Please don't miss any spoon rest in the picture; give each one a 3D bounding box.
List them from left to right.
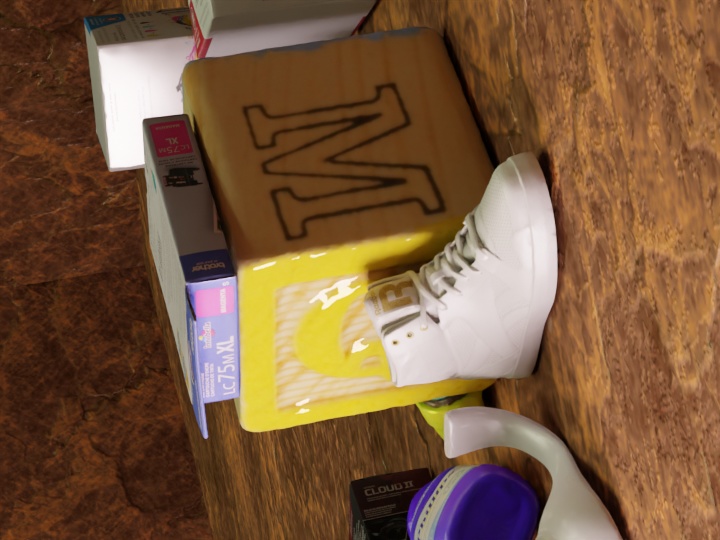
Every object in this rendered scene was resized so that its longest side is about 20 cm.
[{"bbox_3d":[0.125,0.154,1.311,0.200,0.061,0.099,50,152,44],"label":"spoon rest"}]

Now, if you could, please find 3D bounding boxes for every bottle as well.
[{"bbox_3d":[0.075,0.184,1.506,0.084,0.065,0.200,-62,5,-9],"label":"bottle"}]

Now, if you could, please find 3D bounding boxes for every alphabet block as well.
[{"bbox_3d":[-0.013,-0.030,1.469,0.195,0.196,0.200,90,165,-49],"label":"alphabet block"}]

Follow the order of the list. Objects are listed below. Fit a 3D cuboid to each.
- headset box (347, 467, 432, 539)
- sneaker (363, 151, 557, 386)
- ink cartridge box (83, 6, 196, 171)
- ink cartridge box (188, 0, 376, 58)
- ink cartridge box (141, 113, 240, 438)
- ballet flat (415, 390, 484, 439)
[{"bbox_3d":[0.043,0.282,1.774,0.200,0.077,0.149,-110,15,-47],"label":"headset box"},{"bbox_3d":[0.061,0.009,1.327,0.200,0.115,0.074,94,165,-48],"label":"sneaker"},{"bbox_3d":[-0.193,-0.208,2.263,0.147,0.200,0.145,-124,29,-67],"label":"ink cartridge box"},{"bbox_3d":[-0.079,-0.298,1.718,0.145,0.144,0.200,137,123,-78],"label":"ink cartridge box"},{"bbox_3d":[-0.113,0.002,1.389,0.200,0.042,0.119,-107,13,-44],"label":"ink cartridge box"},{"bbox_3d":[0.052,0.077,1.598,0.067,0.067,0.200,62,178,-29],"label":"ballet flat"}]
